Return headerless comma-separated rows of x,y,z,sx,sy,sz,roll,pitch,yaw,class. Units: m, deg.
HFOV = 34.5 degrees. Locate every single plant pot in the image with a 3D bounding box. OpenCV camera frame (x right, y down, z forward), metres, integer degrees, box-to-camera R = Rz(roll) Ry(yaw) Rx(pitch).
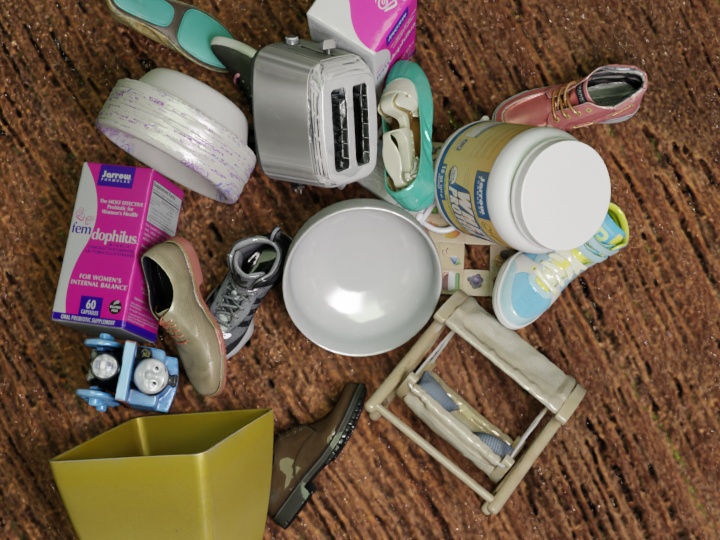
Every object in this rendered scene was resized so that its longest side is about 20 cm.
-0.215,0.276,1.350,0.197,0.200,0.179,-5,96,20,plant pot

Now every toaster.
-0.055,-0.180,1.404,0.113,0.128,0.203,-18,114,-40,toaster

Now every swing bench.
0.141,0.154,1.401,0.198,0.130,0.201,38,82,9,swing bench

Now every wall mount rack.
0.066,-0.147,1.483,0.199,0.075,0.175,33,80,7,wall mount rack

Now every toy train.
-0.275,0.127,1.392,0.113,0.200,0.088,8,78,-7,toy train

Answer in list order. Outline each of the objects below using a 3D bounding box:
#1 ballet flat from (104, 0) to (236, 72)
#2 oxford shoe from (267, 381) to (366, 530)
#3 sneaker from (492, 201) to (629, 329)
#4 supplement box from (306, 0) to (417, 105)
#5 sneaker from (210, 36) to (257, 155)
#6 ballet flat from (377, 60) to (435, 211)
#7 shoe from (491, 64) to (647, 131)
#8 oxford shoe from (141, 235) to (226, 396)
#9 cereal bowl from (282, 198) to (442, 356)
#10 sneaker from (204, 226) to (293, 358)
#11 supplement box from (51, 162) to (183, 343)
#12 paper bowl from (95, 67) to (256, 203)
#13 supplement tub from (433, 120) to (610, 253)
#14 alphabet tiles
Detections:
-0.249,-0.323,1.535,0.198,0.070,0.071,26,79,-24,ballet flat
-0.065,0.212,1.427,0.084,0.073,0.201,35,82,10,oxford shoe
0.247,-0.016,1.400,0.080,0.130,0.200,45,63,-9,sneaker
0.004,-0.298,1.457,0.103,0.200,0.102,33,82,8,supplement box
-0.134,-0.213,1.503,0.199,0.071,0.100,39,80,-3,sneaker
0.053,-0.173,1.409,0.067,0.070,0.203,-14,72,29,ballet flat
0.267,-0.217,1.486,0.197,0.091,0.072,-10,79,0,shoe
-0.221,0.064,1.406,0.070,0.075,0.202,-15,96,34,oxford shoe
0.000,0.000,1.438,0.197,0.084,0.203,-2,114,-3,cereal bowl
-0.154,0.027,1.444,0.075,0.114,0.201,34,83,9,sneaker
-0.302,-0.022,1.453,0.100,0.103,0.203,6,78,15,supplement box
-0.220,-0.175,1.442,0.199,0.201,0.105,26,82,7,paper bowl
0.187,-0.100,1.372,0.143,0.200,0.147,-5,102,-24,supplement tub
0.121,-0.068,1.507,0.165,0.008,0.203,3,79,3,alphabet tiles
